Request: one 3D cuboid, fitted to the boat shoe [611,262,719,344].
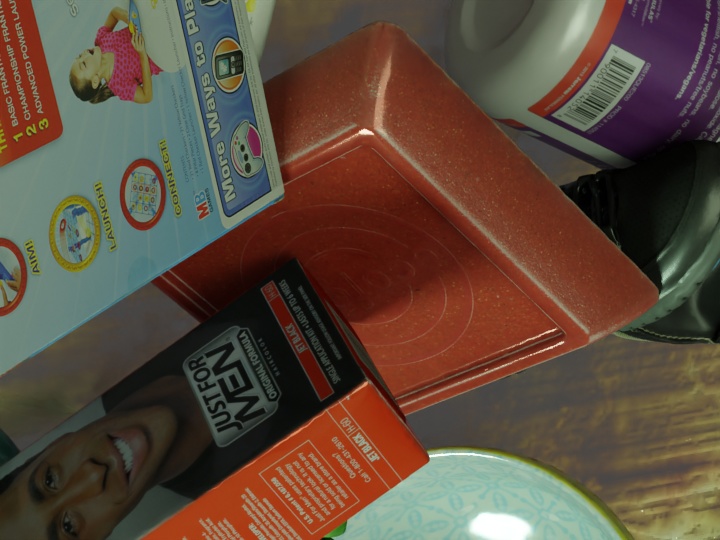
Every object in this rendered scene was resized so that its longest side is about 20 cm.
[{"bbox_3d":[0.224,0.008,1.004,0.198,0.066,0.075,-2,107,-24],"label":"boat shoe"}]

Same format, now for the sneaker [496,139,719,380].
[{"bbox_3d":[0.095,-0.009,0.882,0.082,0.073,0.200,33,135,-27],"label":"sneaker"}]

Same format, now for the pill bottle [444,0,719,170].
[{"bbox_3d":[0.147,-0.098,0.909,0.199,0.112,0.113,22,96,-29],"label":"pill bottle"}]

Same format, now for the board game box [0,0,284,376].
[{"bbox_3d":[-0.121,-0.086,0.684,0.196,0.056,0.201,-35,121,-50],"label":"board game box"}]

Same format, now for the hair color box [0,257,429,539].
[{"bbox_3d":[-0.080,0.094,0.796,0.200,0.102,0.061,-36,127,2],"label":"hair color box"}]

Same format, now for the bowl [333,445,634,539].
[{"bbox_3d":[0.070,0.186,0.953,0.108,0.199,0.201,-1,113,-70],"label":"bowl"}]

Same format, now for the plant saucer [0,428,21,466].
[{"bbox_3d":[-0.203,0.153,0.816,0.200,0.036,0.201,32,52,-53],"label":"plant saucer"}]

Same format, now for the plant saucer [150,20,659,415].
[{"bbox_3d":[0.000,0.000,0.841,0.200,0.199,0.037,41,43,-29],"label":"plant saucer"}]

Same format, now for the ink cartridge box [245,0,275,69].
[{"bbox_3d":[-0.088,-0.178,0.801,0.116,0.067,0.201,9,102,-27],"label":"ink cartridge box"}]

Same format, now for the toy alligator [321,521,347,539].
[{"bbox_3d":[-0.056,0.165,0.917,0.054,0.059,0.200,33,104,9],"label":"toy alligator"}]
